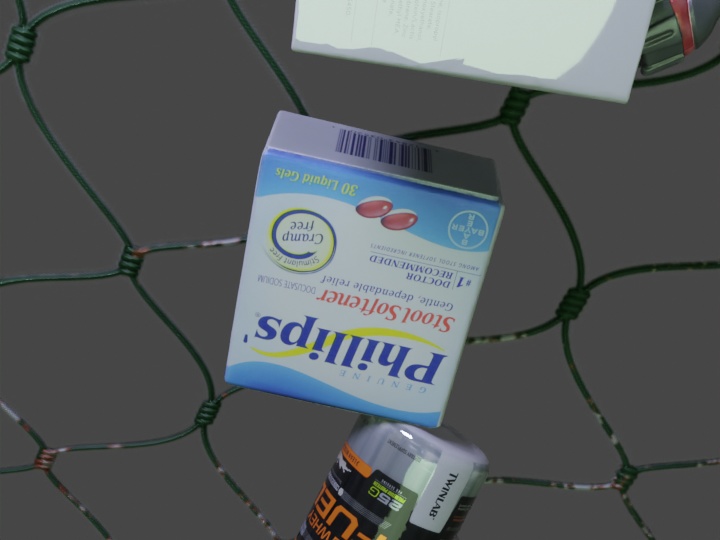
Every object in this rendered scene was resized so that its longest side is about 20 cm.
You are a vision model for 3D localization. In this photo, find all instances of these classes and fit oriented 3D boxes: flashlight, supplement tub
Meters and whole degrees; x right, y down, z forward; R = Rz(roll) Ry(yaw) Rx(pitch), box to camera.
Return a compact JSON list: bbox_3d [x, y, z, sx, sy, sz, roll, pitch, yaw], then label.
[{"bbox_3d":[0.278,-0.204,0.639,0.197,0.068,0.068,-21,112,14],"label":"flashlight"},{"bbox_3d":[0.016,0.221,0.792,0.121,0.123,0.202,26,92,-10],"label":"supplement tub"}]

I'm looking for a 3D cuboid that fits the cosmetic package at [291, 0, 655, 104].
[{"bbox_3d":[0.068,-0.201,0.579,0.196,0.200,0.125,8,116,0],"label":"cosmetic package"}]

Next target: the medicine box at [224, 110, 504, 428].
[{"bbox_3d":[0.000,0.000,0.734,0.179,0.103,0.203,12,115,-2],"label":"medicine box"}]

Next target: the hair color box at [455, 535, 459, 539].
[{"bbox_3d":[0.004,0.303,0.903,0.197,0.061,0.101,-21,113,12],"label":"hair color box"}]
